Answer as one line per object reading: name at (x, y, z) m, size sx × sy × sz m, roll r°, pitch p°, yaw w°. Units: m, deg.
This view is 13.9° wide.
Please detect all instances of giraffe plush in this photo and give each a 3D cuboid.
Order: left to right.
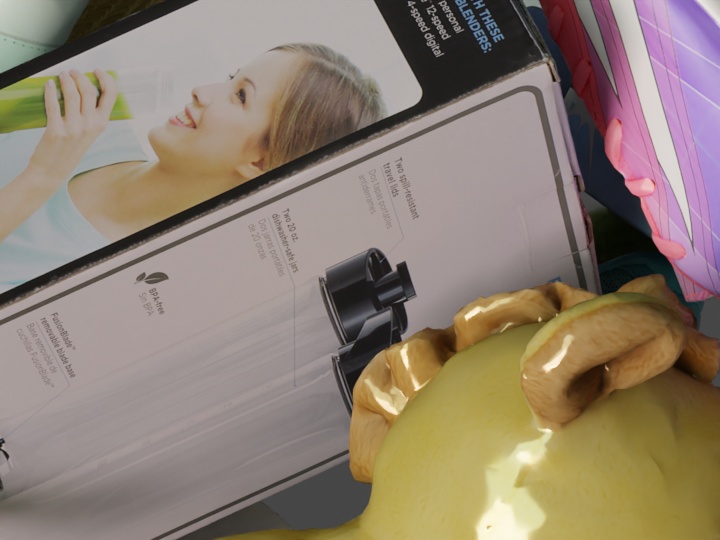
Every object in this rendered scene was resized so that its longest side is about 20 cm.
giraffe plush at (0.026, 0.082, 0.631) m, size 0.162 × 0.173 × 0.200 m, roll -38°, pitch 101°, yaw 2°

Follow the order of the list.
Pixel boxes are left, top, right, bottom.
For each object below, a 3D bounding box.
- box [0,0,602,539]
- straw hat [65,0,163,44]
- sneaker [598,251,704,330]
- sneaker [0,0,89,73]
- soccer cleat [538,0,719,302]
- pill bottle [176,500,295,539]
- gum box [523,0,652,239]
box at (-0.049, 0.006, 0.661) m, size 0.200 × 0.117 × 0.060 m, roll -25°, pitch 56°, yaw -2°
straw hat at (-0.077, -0.103, 0.799) m, size 0.201 × 0.085 × 0.201 m, roll -11°, pitch 70°, yaw 34°
sneaker at (0.000, 0.000, 0.766) m, size 0.200 × 0.078 × 0.080 m, roll 23°, pitch 82°, yaw 28°
sneaker at (-0.130, -0.111, 0.737) m, size 0.200 × 0.074 × 0.118 m, roll 45°, pitch 111°, yaw 27°
soccer cleat at (0.075, -0.037, 0.656) m, size 0.200 × 0.068 × 0.073 m, roll 47°, pitch 119°, yaw 23°
pill bottle at (-0.094, 0.137, 0.789) m, size 0.200 × 0.111 × 0.111 m, roll -40°, pitch 67°, yaw 27°
gum box at (0.086, -0.102, 0.714) m, size 0.200 × 0.045 × 0.170 m, roll 37°, pitch 109°, yaw 31°
